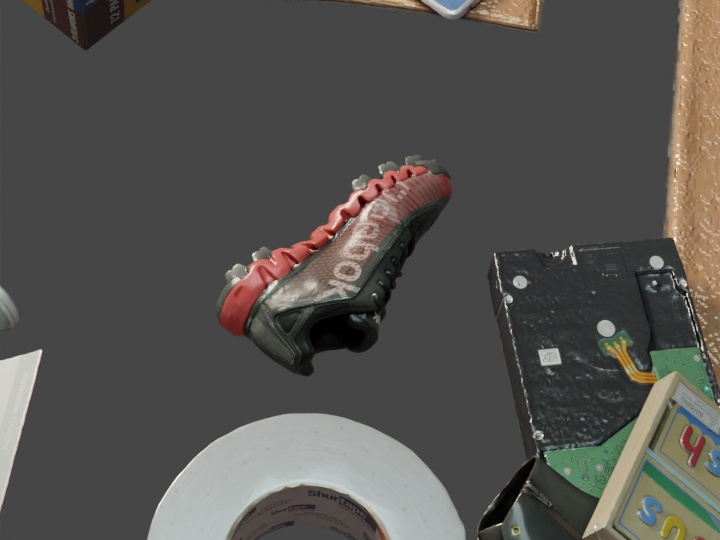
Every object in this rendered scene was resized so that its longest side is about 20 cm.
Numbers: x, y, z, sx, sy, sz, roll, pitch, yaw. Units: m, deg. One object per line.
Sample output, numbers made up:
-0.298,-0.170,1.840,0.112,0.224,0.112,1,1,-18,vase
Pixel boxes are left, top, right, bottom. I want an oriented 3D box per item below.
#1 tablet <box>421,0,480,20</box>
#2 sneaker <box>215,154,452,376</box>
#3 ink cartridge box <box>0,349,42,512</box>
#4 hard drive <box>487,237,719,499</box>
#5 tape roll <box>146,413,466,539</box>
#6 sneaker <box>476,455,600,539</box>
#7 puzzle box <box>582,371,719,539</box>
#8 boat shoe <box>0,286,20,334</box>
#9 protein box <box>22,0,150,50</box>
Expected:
0.041,-0.299,1.205,0.199,0.014,0.130,37,63,18,tablet
0.000,0.000,0.985,0.200,0.071,0.098,-37,68,-21,sneaker
-0.260,0.154,0.832,0.172,0.044,0.202,-12,53,29,ink cartridge box
0.172,0.075,0.974,0.138,0.038,0.202,-5,59,-8,hard drive
-0.033,0.192,0.869,0.197,0.066,0.202,2,58,-3,tape roll
0.099,0.216,0.843,0.106,0.075,0.201,35,55,-8,sneaker
0.240,0.174,0.879,0.199,0.025,0.134,39,54,-5,puzzle box
-0.325,0.015,0.950,0.199,0.075,0.065,15,64,9,boat shoe
-0.220,-0.326,1.126,0.198,0.135,0.200,38,63,17,protein box
